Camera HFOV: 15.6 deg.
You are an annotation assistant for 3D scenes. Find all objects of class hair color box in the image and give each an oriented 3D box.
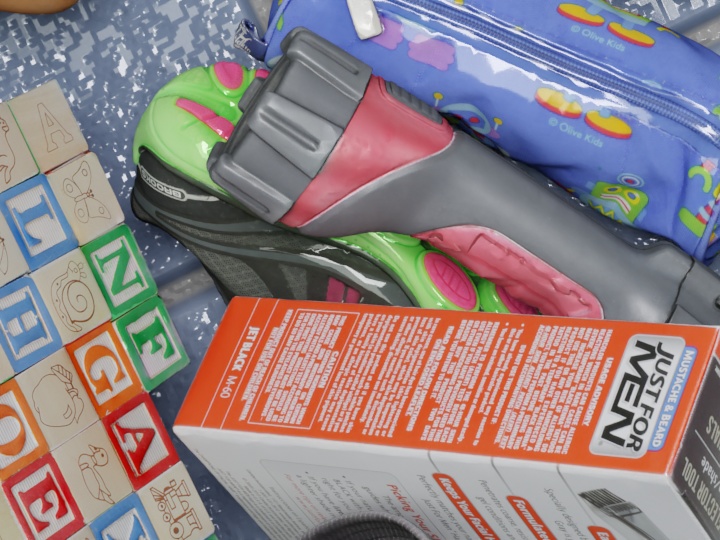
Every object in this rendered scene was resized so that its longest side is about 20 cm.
[{"bbox_3d":[0.048,0.067,0.920,0.199,0.111,0.064,5,57,35],"label":"hair color box"}]

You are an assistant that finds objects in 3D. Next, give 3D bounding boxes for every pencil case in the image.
[{"bbox_3d":[0.058,-0.074,0.955,0.199,0.087,0.078,25,93,6],"label":"pencil case"}]

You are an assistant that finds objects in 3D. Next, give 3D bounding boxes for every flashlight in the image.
[{"bbox_3d":[0.043,-0.006,0.924,0.199,0.068,0.068,34,60,-10],"label":"flashlight"}]

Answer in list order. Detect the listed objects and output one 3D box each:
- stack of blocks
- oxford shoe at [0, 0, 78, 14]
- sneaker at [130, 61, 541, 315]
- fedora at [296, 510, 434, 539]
[{"bbox_3d":[-0.117,0.047,0.932,0.058,0.115,0.201,-21,97,37],"label":"stack of blocks"},{"bbox_3d":[-0.191,-0.115,0.990,0.199,0.071,0.072,8,126,11],"label":"oxford shoe"},{"bbox_3d":[0.000,0.000,0.990,0.200,0.077,0.084,37,137,-2],"label":"sneaker"},{"bbox_3d":[-0.025,0.180,0.874,0.177,0.090,0.201,37,116,49],"label":"fedora"}]
